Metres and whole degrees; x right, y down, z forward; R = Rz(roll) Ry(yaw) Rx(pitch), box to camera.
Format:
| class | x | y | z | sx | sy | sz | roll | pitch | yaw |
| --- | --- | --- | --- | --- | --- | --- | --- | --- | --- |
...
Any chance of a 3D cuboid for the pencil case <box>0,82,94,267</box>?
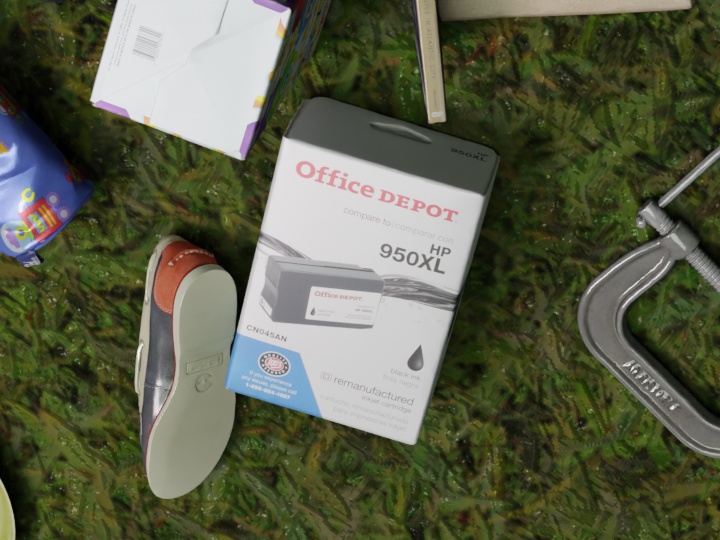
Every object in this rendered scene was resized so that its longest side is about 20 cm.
| class | x | y | z | sx | sy | sz | roll | pitch | yaw |
| --- | --- | --- | --- | --- | --- | --- | --- | --- | --- |
| pencil case | -0.275 | -0.097 | 1.426 | 0.087 | 0.078 | 0.200 | -34 | 111 | 16 |

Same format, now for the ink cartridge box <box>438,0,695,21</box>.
| class | x | y | z | sx | sy | sz | roll | pitch | yaw |
| --- | --- | --- | --- | --- | --- | --- | --- | --- | --- |
| ink cartridge box | 0.124 | -0.262 | 1.284 | 0.164 | 0.075 | 0.201 | -2 | 113 | 14 |

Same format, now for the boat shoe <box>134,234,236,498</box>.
| class | x | y | z | sx | sy | sz | roll | pitch | yaw |
| --- | --- | --- | --- | --- | --- | --- | --- | --- | --- |
| boat shoe | -0.133 | 0.072 | 1.498 | 0.063 | 0.071 | 0.201 | 37 | 129 | 42 |

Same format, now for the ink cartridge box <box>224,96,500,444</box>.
| class | x | y | z | sx | sy | sz | roll | pitch | yaw |
| --- | --- | --- | --- | --- | --- | --- | --- | --- | --- |
| ink cartridge box | 0.000 | 0.000 | 1.423 | 0.144 | 0.084 | 0.201 | 16 | 116 | 4 |

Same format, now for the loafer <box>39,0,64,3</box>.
| class | x | y | z | sx | sy | sz | roll | pitch | yaw |
| --- | --- | --- | --- | --- | --- | --- | --- | --- | --- |
| loafer | -0.282 | -0.221 | 1.393 | 0.200 | 0.068 | 0.071 | 21 | 127 | 6 |

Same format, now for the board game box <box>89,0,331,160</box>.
| class | x | y | z | sx | sy | sz | roll | pitch | yaw |
| --- | --- | --- | --- | --- | --- | --- | --- | --- | --- |
| board game box | -0.083 | -0.165 | 1.299 | 0.103 | 0.200 | 0.105 | 20 | 116 | 2 |

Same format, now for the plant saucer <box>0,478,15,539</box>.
| class | x | y | z | sx | sy | sz | roll | pitch | yaw |
| --- | --- | --- | --- | --- | --- | --- | --- | --- | --- |
| plant saucer | -0.360 | 0.183 | 1.611 | 0.199 | 0.031 | 0.201 | 4 | 115 | 9 |

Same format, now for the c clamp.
| class | x | y | z | sx | sy | sz | roll | pitch | yaw |
| --- | --- | --- | --- | --- | --- | --- | --- | --- | --- |
| c clamp | 0.243 | 0.035 | 1.421 | 0.171 | 0.027 | 0.200 | -36 | 102 | 23 |

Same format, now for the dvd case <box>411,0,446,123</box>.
| class | x | y | z | sx | sy | sz | roll | pitch | yaw |
| --- | --- | --- | --- | --- | --- | --- | --- | --- | --- |
| dvd case | 0.035 | -0.211 | 1.284 | 0.016 | 0.149 | 0.201 | -6 | 113 | 2 |
